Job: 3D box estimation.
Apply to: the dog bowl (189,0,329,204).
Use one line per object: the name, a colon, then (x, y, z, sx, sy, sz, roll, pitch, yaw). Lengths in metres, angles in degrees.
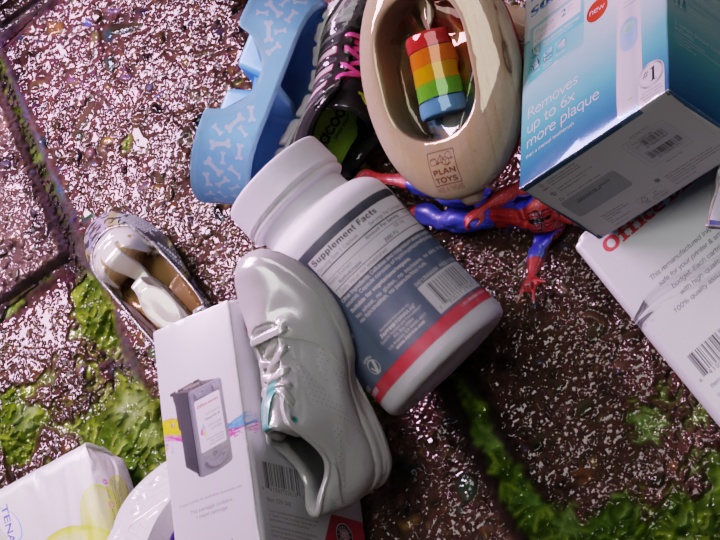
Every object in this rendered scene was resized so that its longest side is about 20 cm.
dog bowl: (-0.077, -0.144, 1.630, 0.049, 0.111, 0.200, 18, 81, 17)

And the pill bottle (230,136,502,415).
pill bottle: (0.000, 0.000, 1.498, 0.120, 0.120, 0.200, -44, 80, 6)

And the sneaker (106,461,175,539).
sneaker: (-0.125, 0.240, 1.540, 0.080, 0.147, 0.200, -24, 19, 29)

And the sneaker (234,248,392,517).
sneaker: (-0.048, 0.083, 1.437, 0.075, 0.088, 0.200, -22, 96, 45)

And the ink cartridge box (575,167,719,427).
ink cartridge box: (0.273, 0.015, 1.412, 0.146, 0.084, 0.200, -40, 60, 8)

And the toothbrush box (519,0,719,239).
toothbrush box: (0.194, -0.147, 1.417, 0.146, 0.085, 0.200, -33, 37, 40)

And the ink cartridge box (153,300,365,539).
ink cartridge box: (-0.075, 0.141, 1.502, 0.086, 0.148, 0.200, -23, 63, 28)

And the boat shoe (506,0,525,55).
boat shoe: (0.117, -0.175, 1.568, 0.074, 0.076, 0.200, -44, 67, 0)

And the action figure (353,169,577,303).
action figure: (0.082, -0.032, 1.522, 0.200, 0.065, 0.099, 1, 39, 26)

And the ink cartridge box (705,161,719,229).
ink cartridge box: (0.353, -0.076, 1.367, 0.199, 0.041, 0.200, 15, 58, 13)

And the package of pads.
package of pads: (-0.239, 0.256, 1.590, 0.154, 0.068, 0.200, -28, 63, 16)

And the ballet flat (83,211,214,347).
ballet flat: (-0.178, 0.009, 1.647, 0.072, 0.072, 0.200, -47, 59, 4)

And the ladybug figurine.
ladybug figurine: (0.069, -0.147, 1.499, 0.136, 0.072, 0.200, -12, 85, 36)

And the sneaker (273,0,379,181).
sneaker: (-0.005, -0.145, 1.594, 0.087, 0.074, 0.200, 15, 81, 66)
